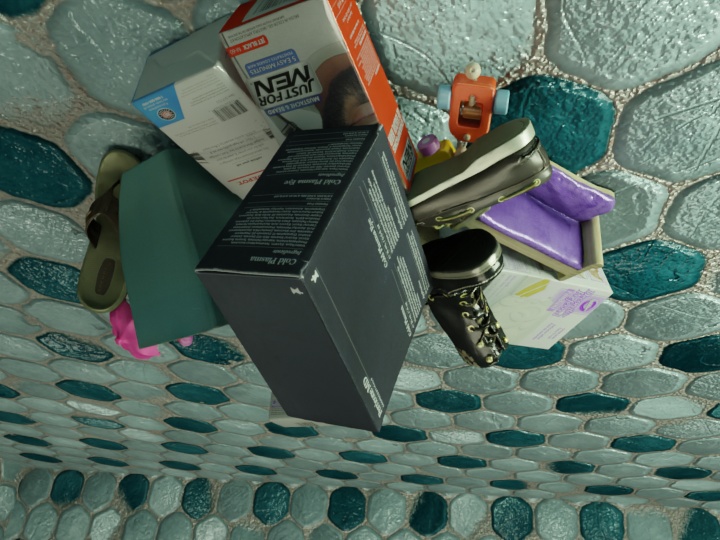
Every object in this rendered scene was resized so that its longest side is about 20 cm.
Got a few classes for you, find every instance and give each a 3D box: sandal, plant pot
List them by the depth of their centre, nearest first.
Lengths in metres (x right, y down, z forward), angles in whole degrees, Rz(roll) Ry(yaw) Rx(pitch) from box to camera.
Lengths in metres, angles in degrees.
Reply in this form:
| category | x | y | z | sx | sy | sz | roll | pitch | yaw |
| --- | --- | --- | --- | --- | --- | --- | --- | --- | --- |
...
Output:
| category | x | y | z | sx | sy | sz | roll | pitch | yaw |
| --- | --- | --- | --- | --- | --- | --- | --- | --- | --- |
| plant pot | -0.194 | -0.034 | 0.746 | 0.139 | 0.204 | 0.140 | -15 | -178 | 34 |
| sandal | -0.302 | -0.047 | 0.774 | 0.078 | 0.205 | 0.057 | 11 | 180 | 0 |

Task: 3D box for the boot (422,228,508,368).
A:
| category | x | y | z | sx | sy | sz | roll | pitch | yaw |
| --- | --- | --- | --- | --- | --- | --- | --- | --- | --- |
| boot | 0.131 | 0.037 | 0.722 | 0.155 | 0.073 | 0.203 | 54 | 164 | -10 |

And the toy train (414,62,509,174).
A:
| category | x | y | z | sx | sy | sz | roll | pitch | yaw |
| --- | --- | --- | --- | --- | --- | --- | --- | --- | --- |
| toy train | 0.052 | -0.154 | 0.655 | 0.196 | 0.056 | 0.152 | 6 | 135 | 13 |

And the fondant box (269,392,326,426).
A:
| category | x | y | z | sx | sy | sz | roll | pitch | yaw |
| --- | --- | --- | --- | --- | --- | --- | --- | --- | --- |
| fondant box | -0.067 | 0.150 | 1.045 | 0.142 | 0.204 | 0.058 | -7 | 154 | 23 |

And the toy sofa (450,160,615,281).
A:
| category | x | y | z | sx | sy | sz | roll | pitch | yaw |
| --- | --- | --- | --- | --- | --- | --- | --- | --- | --- |
| toy sofa | 0.206 | -0.068 | 0.741 | 0.197 | 0.084 | 0.097 | 22 | 149 | -26 |

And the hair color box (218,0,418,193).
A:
| category | x | y | z | sx | sy | sz | roll | pitch | yaw |
| --- | --- | --- | --- | --- | --- | --- | --- | --- | --- |
| hair color box | -0.031 | -0.158 | 0.592 | 0.109 | 0.065 | 0.201 | -9 | 132 | 25 |

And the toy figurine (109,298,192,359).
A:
| category | x | y | z | sx | sy | sz | roll | pitch | yaw |
| --- | --- | --- | --- | --- | --- | --- | --- | --- | --- |
| toy figurine | -0.285 | 0.043 | 0.930 | 0.197 | 0.187 | 0.150 | 17 | 150 | -21 |

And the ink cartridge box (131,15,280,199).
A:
| category | x | y | z | sx | sy | sz | roll | pitch | yaw |
| --- | --- | --- | --- | --- | --- | --- | --- | --- | --- |
| ink cartridge box | -0.122 | -0.152 | 0.668 | 0.114 | 0.069 | 0.200 | -11 | 147 | 28 |

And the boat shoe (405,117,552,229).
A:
| category | x | y | z | sx | sy | sz | roll | pitch | yaw |
| --- | --- | --- | --- | --- | --- | --- | --- | --- | --- |
| boat shoe | 0.090 | -0.075 | 0.626 | 0.199 | 0.072 | 0.061 | -25 | 114 | 33 |

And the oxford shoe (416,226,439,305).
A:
| category | x | y | z | sx | sy | sz | roll | pitch | yaw |
| --- | --- | --- | --- | --- | --- | --- | --- | --- | --- |
| oxford shoe | 0.074 | -0.030 | 0.834 | 0.069 | 0.076 | 0.201 | -8 | 141 | 21 |

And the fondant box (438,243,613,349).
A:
| category | x | y | z | sx | sy | sz | roll | pitch | yaw |
| --- | --- | --- | --- | --- | --- | --- | --- | --- | --- |
| fondant box | 0.219 | 0.037 | 0.863 | 0.197 | 0.059 | 0.145 | 9 | 138 | -27 |

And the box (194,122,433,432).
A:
| category | x | y | z | sx | sy | sz | roll | pitch | yaw |
| --- | --- | --- | --- | --- | --- | --- | --- | --- | --- |
| box | -0.025 | 0.007 | 0.571 | 0.102 | 0.184 | 0.202 | 2 | 135 | 27 |
